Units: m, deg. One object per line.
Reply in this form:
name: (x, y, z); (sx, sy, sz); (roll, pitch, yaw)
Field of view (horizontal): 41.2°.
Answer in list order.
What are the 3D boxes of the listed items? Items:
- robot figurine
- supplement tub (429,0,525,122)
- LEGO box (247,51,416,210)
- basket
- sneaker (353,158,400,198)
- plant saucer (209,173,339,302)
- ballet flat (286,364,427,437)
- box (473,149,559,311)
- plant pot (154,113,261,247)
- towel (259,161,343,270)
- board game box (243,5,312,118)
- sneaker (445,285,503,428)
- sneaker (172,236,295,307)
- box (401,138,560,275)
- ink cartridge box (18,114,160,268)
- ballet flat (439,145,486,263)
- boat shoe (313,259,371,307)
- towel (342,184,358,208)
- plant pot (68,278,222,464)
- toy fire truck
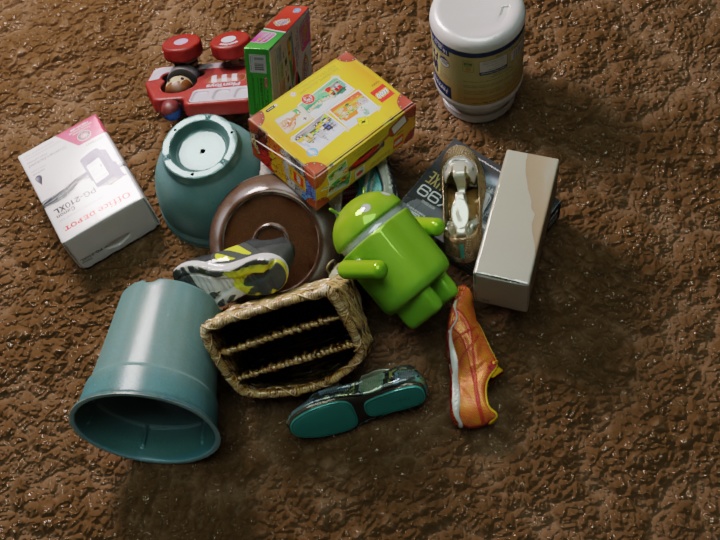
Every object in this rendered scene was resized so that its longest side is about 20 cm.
robot figurine: (0.042, -0.022, 1.313); (0.200, 0.116, 0.175); (51, 47, 3)
supplement tub: (0.182, -0.338, 1.485); (0.143, 0.200, 0.146); (-3, 61, 6)
LEGO box: (-0.040, -0.207, 1.398); (0.200, 0.077, 0.149); (-38, 65, -22)
basket: (-0.093, 0.101, 1.290); (0.198, 0.149, 0.144); (-16, 94, 11)
sneaker: (0.001, -0.175, 1.478); (0.079, 0.078, 0.201); (-17, 59, 5)
plant saucer: (-0.129, -0.041, 1.407); (0.198, 0.032, 0.202); (1, 96, 7)
ballet flat: (-0.007, 0.177, 1.321); (0.198, 0.074, 0.075); (-13, 61, -1)
box: (0.217, -0.055, 1.334); (0.077, 0.095, 0.202); (12, 67, 13)
plant pot: (-0.232, -0.156, 1.484); (0.198, 0.135, 0.202); (-3, 61, 6)
towel: (-0.093, -0.087, 1.438); (0.131, 0.034, 0.202); (4, 88, 5)
board game box: (-0.123, -0.307, 1.496); (0.040, 0.154, 0.200); (7, 33, 12)
sneaker: (0.156, 0.118, 1.324); (0.076, 0.073, 0.202); (-4, 72, 2)
sneaker: (-0.176, 0.000, 1.369); (0.198, 0.075, 0.085); (-5, 29, 27)
box: (0.173, -0.085, 1.436); (0.199, 0.050, 0.158); (35, 73, 23)
ink cartridge box: (-0.431, -0.126, 1.523); (0.144, 0.085, 0.201); (-31, 62, -8)
ballet flat: (0.148, -0.109, 1.386); (0.070, 0.065, 0.202); (-7, 62, 7)
boat shoe: (0.000, 0.000, 1.407); (0.199, 0.074, 0.063); (-37, 55, -17)
towel: (-0.037, -0.128, 1.506); (0.143, 0.023, 0.202); (-5, 61, 4)
plant pot: (-0.276, 0.132, 1.313); (0.198, 0.201, 0.197); (-1, 53, 7)
toy fire truck: (-0.252, -0.298, 1.543); (0.198, 0.113, 0.169); (-2, 36, 8)
